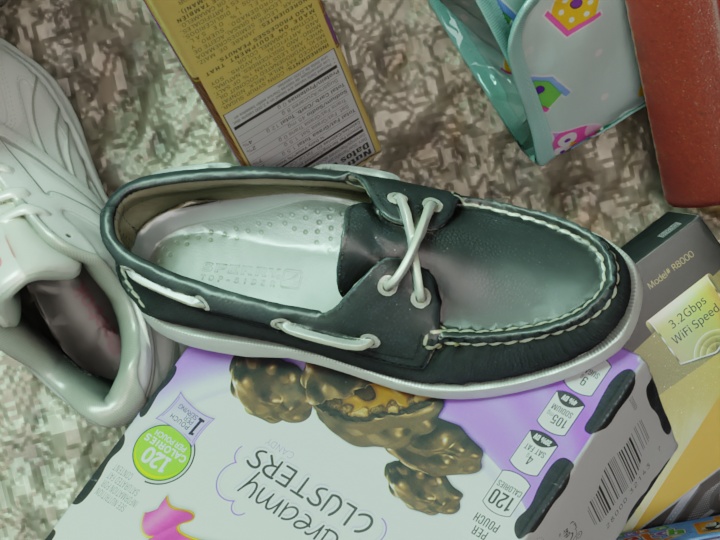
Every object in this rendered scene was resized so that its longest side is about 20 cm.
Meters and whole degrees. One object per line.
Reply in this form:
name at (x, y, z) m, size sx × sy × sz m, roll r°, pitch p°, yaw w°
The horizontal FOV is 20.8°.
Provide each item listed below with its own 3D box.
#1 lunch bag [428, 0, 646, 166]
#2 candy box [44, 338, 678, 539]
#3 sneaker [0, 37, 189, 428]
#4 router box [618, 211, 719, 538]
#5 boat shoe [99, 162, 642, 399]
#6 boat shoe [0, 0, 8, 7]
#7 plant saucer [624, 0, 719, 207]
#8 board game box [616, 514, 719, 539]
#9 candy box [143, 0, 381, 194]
lunch bag at (0.095, -0.161, 0.773) m, size 0.169 × 0.122 × 0.201 m, roll -32°, pitch 108°, yaw -4°
candy box at (-0.006, 0.093, 0.738) m, size 0.167 × 0.072 × 0.201 m, roll 27°, pitch 72°, yaw 32°
sneaker at (-0.135, -0.022, 0.767) m, size 0.078 × 0.099 × 0.200 m, roll -41°, pitch 95°, yaw 8°
router box at (0.103, 0.098, 0.822) m, size 0.199 × 0.052 × 0.158 m, roll -38°, pitch 96°, yaw -2°
boat shoe at (0.000, 0.000, 0.706) m, size 0.198 × 0.060 × 0.076 m, roll -1°, pitch 64°, yaw 17°
boat shoe at (-0.196, -0.186, 0.770) m, size 0.059 × 0.072 × 0.200 m, roll -40°, pitch 92°, yaw -1°
plant saucer at (0.197, -0.125, 0.755) m, size 0.198 × 0.037 × 0.201 m, roll -30°, pitch 138°, yaw -7°
board game box at (0.115, 0.181, 0.782) m, size 0.198 × 0.037 × 0.153 m, roll -10°, pitch 95°, yaw -3°
candy box at (-0.058, -0.115, 0.706) m, size 0.056 × 0.200 × 0.117 m, roll -30°, pitch 65°, yaw -3°
